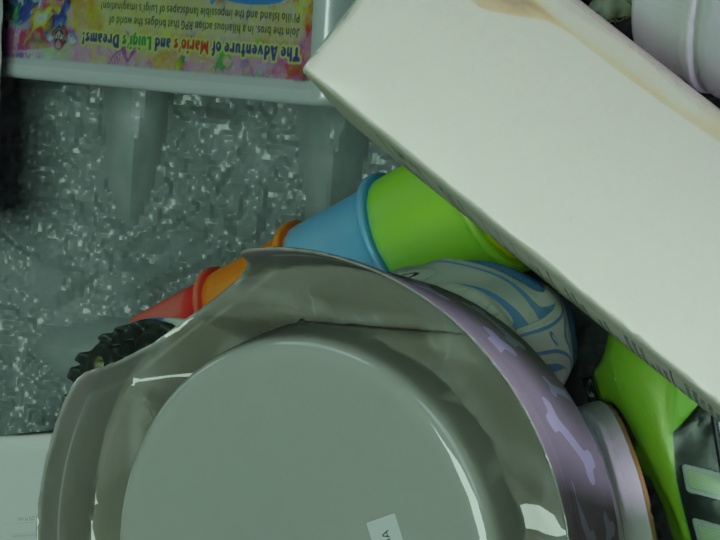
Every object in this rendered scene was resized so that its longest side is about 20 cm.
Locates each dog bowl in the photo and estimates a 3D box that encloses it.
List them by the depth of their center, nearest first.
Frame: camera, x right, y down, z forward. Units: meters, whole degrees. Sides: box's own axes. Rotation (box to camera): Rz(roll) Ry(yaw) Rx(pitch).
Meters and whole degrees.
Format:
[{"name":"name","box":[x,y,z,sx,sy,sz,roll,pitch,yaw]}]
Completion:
[{"name":"dog bowl","box":[-0.007,0.091,0.874,0.199,0.059,0.201,3,96,32]}]

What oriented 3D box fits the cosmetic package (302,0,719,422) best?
[{"name":"cosmetic package","box":[0.085,-0.020,0.858,0.200,0.105,0.071,40,91,9]}]

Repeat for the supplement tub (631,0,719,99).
[{"name":"supplement tub","box":[0.197,-0.090,0.844,0.199,0.132,0.133,22,102,18]}]

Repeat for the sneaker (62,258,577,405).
[{"name":"sneaker","box":[-0.016,0.041,0.954,0.199,0.072,0.072,-10,84,33]}]

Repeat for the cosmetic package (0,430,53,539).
[{"name":"cosmetic package","box":[-0.036,0.091,1.016,0.199,0.051,0.083,-6,87,21]}]

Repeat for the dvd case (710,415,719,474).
[{"name":"dvd case","box":[0.212,0.034,0.895,0.199,0.025,0.151,-10,80,10]}]

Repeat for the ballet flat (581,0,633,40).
[{"name":"ballet flat","box":[0.032,-0.116,0.964,0.199,0.073,0.073,20,101,19]}]

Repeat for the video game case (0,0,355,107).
[{"name":"video game case","box":[-0.070,-0.155,0.989,0.199,0.024,0.183,8,98,44]}]

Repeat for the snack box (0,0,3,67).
[{"name":"snack box","box":[-0.160,-0.114,1.047,0.072,0.024,0.201,10,99,54]}]

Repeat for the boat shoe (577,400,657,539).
[{"name":"boat shoe","box":[0.059,0.141,0.908,0.069,0.071,0.201,2,75,-8]}]

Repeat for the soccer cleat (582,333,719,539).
[{"name":"soccer cleat","box":[0.148,0.095,0.937,0.081,0.067,0.201,-28,81,19]}]

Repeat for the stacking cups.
[{"name":"stacking cups","box":[0.000,0.000,0.985,0.199,0.060,0.061,-28,83,26]}]
